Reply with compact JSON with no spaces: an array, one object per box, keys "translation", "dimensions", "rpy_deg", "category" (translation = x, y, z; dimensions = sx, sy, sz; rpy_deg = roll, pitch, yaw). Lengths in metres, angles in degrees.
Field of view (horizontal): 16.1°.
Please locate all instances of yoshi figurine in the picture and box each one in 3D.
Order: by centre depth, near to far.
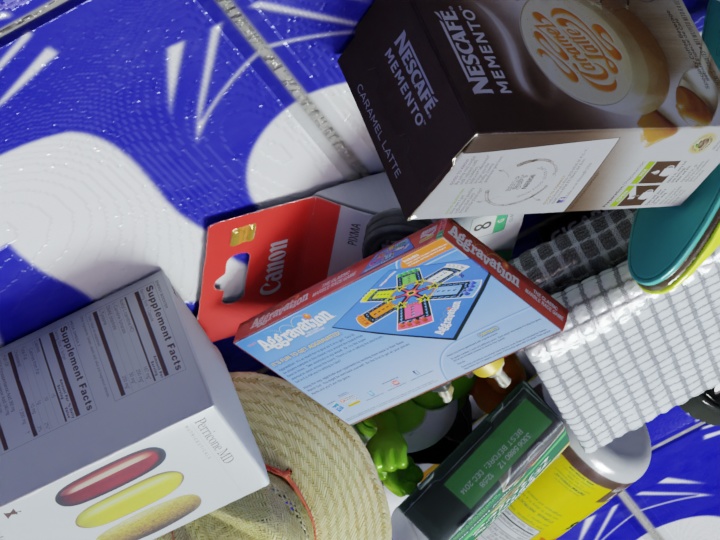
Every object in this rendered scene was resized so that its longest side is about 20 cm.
[{"translation":[0.021,0.121,1.719],"dimensions":[0.200,0.112,0.112],"rpy_deg":[-29,118,-14],"category":"yoshi figurine"}]

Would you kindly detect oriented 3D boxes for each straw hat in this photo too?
[{"translation":[-0.075,0.169,1.627],"dimensions":[0.201,0.201,0.085],"rpy_deg":[-28,-173,8],"category":"straw hat"}]

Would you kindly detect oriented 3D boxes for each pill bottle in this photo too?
[{"translation":[0.117,0.160,1.934],"dimensions":[0.200,0.109,0.109],"rpy_deg":[-40,150,30],"category":"pill bottle"}]

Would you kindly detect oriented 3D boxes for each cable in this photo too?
[{"translation":[0.027,0.018,1.601],"dimensions":[0.097,0.050,0.200],"rpy_deg":[1,141,21],"category":"cable"}]

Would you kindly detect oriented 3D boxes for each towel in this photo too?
[{"translation":[0.184,0.021,1.662],"dimensions":[0.166,0.086,0.200],"rpy_deg":[-28,152,5],"category":"towel"}]

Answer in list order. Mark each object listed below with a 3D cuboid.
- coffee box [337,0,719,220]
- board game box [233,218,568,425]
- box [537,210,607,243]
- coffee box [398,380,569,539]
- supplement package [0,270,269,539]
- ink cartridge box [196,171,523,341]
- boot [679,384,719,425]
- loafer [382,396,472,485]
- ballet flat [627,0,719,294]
[{"translation":[0.103,-0.099,1.430],"dimensions":[0.200,0.114,0.080],"rpy_deg":[-5,148,-36],"category":"coffee box"},{"translation":[0.022,0.034,1.564],"dimensions":[0.103,0.019,0.200],"rpy_deg":[36,140,-25],"category":"board game box"},{"translation":[0.241,-0.022,1.767],"dimensions":[0.198,0.050,0.200],"rpy_deg":[-29,153,8],"category":"box"},{"translation":[0.088,0.139,1.750],"dimensions":[0.123,0.044,0.200],"rpy_deg":[-45,171,-3],"category":"coffee box"},{"translation":[-0.176,0.108,1.570],"dimensions":[0.200,0.110,0.114],"rpy_deg":[-26,145,4],"category":"supplement package"},{"translation":[0.000,0.000,1.607],"dimensions":[0.200,0.050,0.161],"rpy_deg":[-18,154,-17],"category":"ink cartridge box"},{"translation":[0.354,0.064,1.990],"dimensions":[0.211,0.079,0.158],"rpy_deg":[8,140,-47],"category":"boot"},{"translation":[0.003,0.116,1.796],"dimensions":[0.200,0.071,0.073],"rpy_deg":[-8,150,-31],"category":"loafer"},{"translation":[0.220,-0.075,1.518],"dimensions":[0.067,0.200,0.067],"rpy_deg":[20,176,-41],"category":"ballet flat"}]
